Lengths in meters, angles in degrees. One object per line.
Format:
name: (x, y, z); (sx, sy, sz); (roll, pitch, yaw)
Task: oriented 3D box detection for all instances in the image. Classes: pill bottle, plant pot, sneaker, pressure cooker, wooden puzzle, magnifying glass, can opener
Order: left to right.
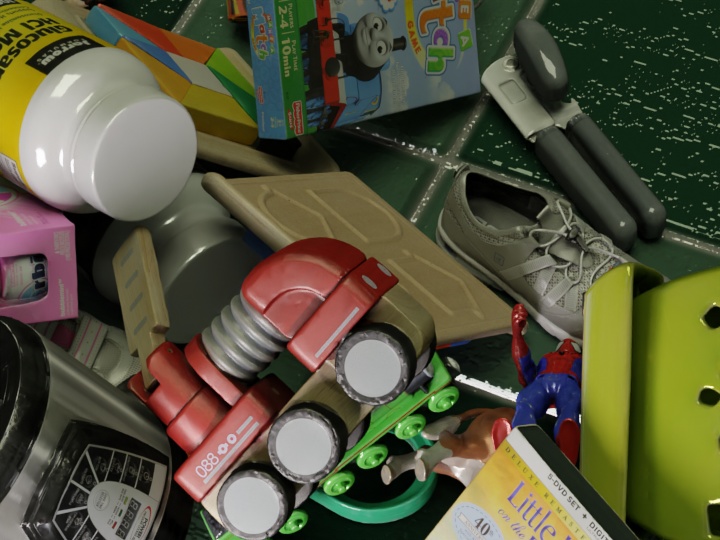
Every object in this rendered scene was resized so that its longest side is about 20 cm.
pressure cooker: (-0.202, 0.141, 1.360); (0.175, 0.200, 0.179); (-34, 41, 18)
sneaker: (-0.216, 0.058, 1.485); (0.198, 0.088, 0.082); (6, 53, 8)
pill bottle: (-0.201, -0.106, 1.431); (0.112, 0.113, 0.199); (-40, 45, -24)
pill bottle: (-0.165, -0.046, 1.544); (0.116, 0.117, 0.200); (-34, 58, -20)
wooden puzzle: (-0.126, -0.133, 1.580); (0.199, 0.037, 0.185); (9, 31, -46)
magnifying glass: (-0.046, 0.128, 1.467); (0.198, 0.022, 0.080); (6, 54, 6)
wooden puzzle: (0.000, 0.000, 1.480); (0.185, 0.046, 0.200); (41, 21, 25)
sneaker: (0.137, -0.008, 1.515); (0.199, 0.082, 0.075); (25, 58, 21)
can opener: (0.155, -0.099, 1.599); (0.052, 0.067, 0.201); (-24, 60, -15)
plant pot: (0.233, 0.086, 1.337); (0.180, 0.200, 0.201); (2, 88, 14)

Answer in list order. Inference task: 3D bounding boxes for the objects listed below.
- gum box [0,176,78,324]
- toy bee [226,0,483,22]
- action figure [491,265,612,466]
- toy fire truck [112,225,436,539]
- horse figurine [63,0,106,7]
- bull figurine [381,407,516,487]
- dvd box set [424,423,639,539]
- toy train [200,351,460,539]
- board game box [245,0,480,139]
gum box: (-0.268, -0.016, 1.448); (0.113, 0.067, 0.200); (-8, 19, -22)
toy bee: (-0.015, -0.227, 1.660); (0.199, 0.109, 0.132); (-25, 88, 9)
action figure: (0.127, 0.057, 1.411); (0.065, 0.100, 0.200); (2, 11, 11)
toy fire truck: (-0.073, 0.037, 1.336); (0.200, 0.129, 0.176); (42, 105, 3)
horse figurine: (-0.259, -0.246, 1.735); (0.199, 0.050, 0.132); (27, 42, 32)
bull figurine: (0.100, 0.167, 1.389); (0.121, 0.065, 0.200); (-3, 41, -27)
dvd box set: (0.087, 0.214, 1.294); (0.029, 0.200, 0.146); (1, 43, -54)
toy train: (-0.020, 0.117, 1.403); (0.200, 0.056, 0.042); (-40, 53, 10)
board game box: (0.003, -0.188, 1.578); (0.199, 0.152, 0.036); (-18, 18, -41)
